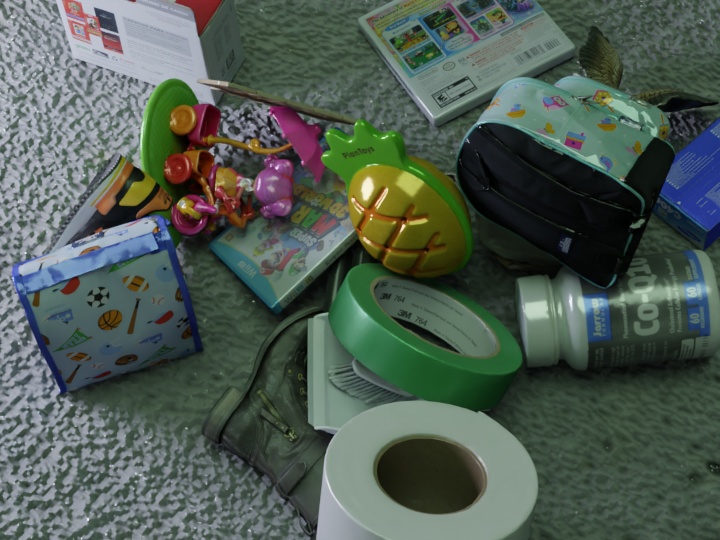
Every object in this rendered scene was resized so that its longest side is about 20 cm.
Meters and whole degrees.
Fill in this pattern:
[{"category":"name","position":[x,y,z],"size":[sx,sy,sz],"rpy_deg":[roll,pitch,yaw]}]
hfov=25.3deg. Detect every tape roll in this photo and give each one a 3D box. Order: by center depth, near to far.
[{"category":"tape roll","position":[0.059,0.240,1.516],"size":[0.202,0.139,0.203],"rpy_deg":[4,35,-3]},{"category":"tape roll","position":[0.067,0.066,1.639],"size":[0.200,0.048,0.200],"rpy_deg":[24,21,-10]}]

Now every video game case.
[{"category":"video game case","position":[-0.058,-0.058,1.762],"size":[0.200,0.018,0.143],"rpy_deg":[-43,47,-5]},{"category":"video game case","position":[0.127,-0.281,1.933],"size":[0.200,0.024,0.182],"rpy_deg":[-28,61,-12]}]

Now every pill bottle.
[{"category":"pill bottle","position":[0.266,0.044,1.674],"size":[0.200,0.114,0.114],"rpy_deg":[-7,59,0]}]

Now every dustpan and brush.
[{"category":"dustpan and brush","position":[0.043,0.121,1.651],"size":[0.200,0.057,0.140],"rpy_deg":[23,48,-30]}]

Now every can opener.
[{"category":"can opener","position":[0.000,0.000,1.755],"size":[0.053,0.067,0.200],"rpy_deg":[-1,70,28]}]

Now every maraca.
[{"category":"maraca","position":[0.039,-0.072,1.653],"size":[0.137,0.200,0.107],"rpy_deg":[-15,31,44]}]

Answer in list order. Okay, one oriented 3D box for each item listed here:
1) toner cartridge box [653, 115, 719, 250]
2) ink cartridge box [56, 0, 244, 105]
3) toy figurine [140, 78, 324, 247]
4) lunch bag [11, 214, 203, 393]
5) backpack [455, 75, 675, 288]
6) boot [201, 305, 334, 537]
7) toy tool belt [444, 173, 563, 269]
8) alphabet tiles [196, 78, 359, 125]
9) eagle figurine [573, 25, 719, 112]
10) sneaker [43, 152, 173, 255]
[{"category":"toner cartridge box","position":[0.418,-0.119,1.804],"size":[0.200,0.043,0.095],"rpy_deg":[-39,63,-19]},{"category":"ink cartridge box","position":[-0.250,-0.303,1.880],"size":[0.200,0.176,0.084],"rpy_deg":[20,62,14]},{"category":"toy figurine","position":[-0.130,-0.110,1.761],"size":[0.184,0.150,0.200],"rpy_deg":[3,80,21]},{"category":"lunch bag","position":[-0.263,0.024,1.663],"size":[0.170,0.200,0.124],"rpy_deg":[-20,68,-7]},{"category":"backpack","position":[0.202,-0.104,1.603],"size":[0.200,0.176,0.153],"rpy_deg":[22,58,10]},{"category":"boot","position":[-0.048,0.154,1.657],"size":[0.174,0.069,0.200],"rpy_deg":[34,76,15]},{"category":"toy tool belt","position":[0.171,-0.070,1.763],"size":[0.200,0.125,0.123],"rpy_deg":[9,26,5]},{"category":"alphabet tiles","position":[-0.098,-0.189,1.793],"size":[0.167,0.200,0.008],"rpy_deg":[14,93,-21]},{"category":"eagle figurine","position":[0.291,-0.190,1.801],"size":[0.200,0.152,0.151],"rpy_deg":[-44,24,-28]},{"category":"sneaker","position":[-0.275,-0.039,1.736],"size":[0.090,0.200,0.070],"rpy_deg":[33,44,-12]}]
